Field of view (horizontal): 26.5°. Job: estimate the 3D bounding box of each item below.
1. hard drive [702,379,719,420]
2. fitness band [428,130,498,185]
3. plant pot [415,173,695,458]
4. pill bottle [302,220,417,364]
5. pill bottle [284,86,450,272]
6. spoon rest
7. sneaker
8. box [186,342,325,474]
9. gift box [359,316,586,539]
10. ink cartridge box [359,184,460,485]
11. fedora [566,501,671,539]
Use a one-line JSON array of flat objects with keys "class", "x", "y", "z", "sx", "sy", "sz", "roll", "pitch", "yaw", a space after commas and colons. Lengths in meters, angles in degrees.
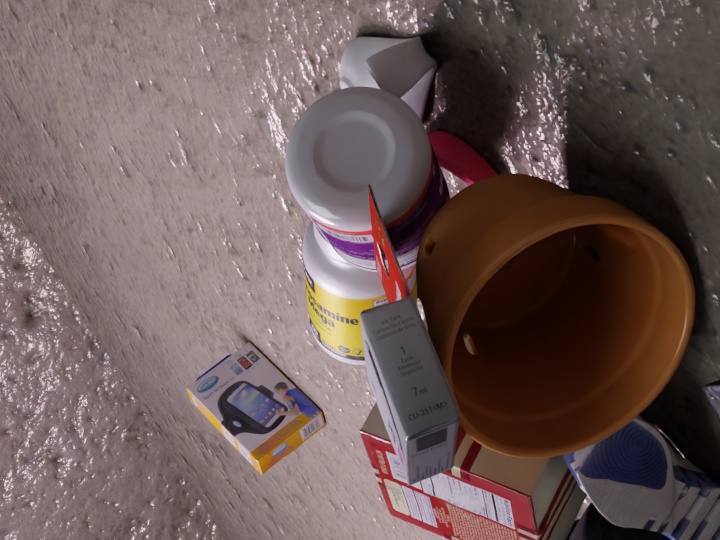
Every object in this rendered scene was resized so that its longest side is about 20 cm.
[{"class": "hard drive", "x": 0.330, "y": 0.126, "z": 1.042, "sx": 0.135, "sy": 0.042, "sz": 0.200, "roll": 59, "pitch": 161, "yaw": -13}, {"class": "fitness band", "x": 0.088, "y": -0.036, "z": 1.348, "sx": 0.144, "sy": 0.037, "sz": 0.200, "roll": 44, "pitch": 158, "yaw": 28}, {"class": "plant pot", "x": 0.128, "y": 0.017, "z": 1.139, "sx": 0.140, "sy": 0.199, "sz": 0.201, "roll": 57, "pitch": 171, "yaw": 54}, {"class": "pill bottle", "x": 0.000, "y": 0.000, "z": 1.502, "sx": 0.112, "sy": 0.112, "sz": 0.200, "roll": 45, "pitch": 159, "yaw": 25}, {"class": "pill bottle", "x": 0.012, "y": -0.065, "z": 1.226, "sx": 0.113, "sy": 0.112, "sz": 0.200, "roll": 48, "pitch": 178, "yaw": 16}, {"class": "spoon rest", "x": 0.026, "y": -0.158, "z": 1.277, "sx": 0.100, "sy": 0.060, "sz": 0.200, "roll": 56, "pitch": 174, "yaw": -4}, {"class": "sneaker", "x": 0.220, "y": 0.162, "z": 1.251, "sx": 0.199, "sy": 0.081, "sz": 0.115, "roll": 35, "pitch": -178, "yaw": -34}, {"class": "box", "x": -0.157, "y": 0.188, "z": 2.192, "sx": 0.200, "sy": 0.119, "sz": 0.042, "roll": 41, "pitch": 157, "yaw": 32}, {"class": "gift box", "x": 0.108, "y": 0.117, "z": 1.304, "sx": 0.199, "sy": 0.187, "sz": 0.185, "roll": 22, "pitch": 152, "yaw": 20}, {"class": "ink cartridge box", "x": 0.022, "y": 0.053, "z": 1.101, "sx": 0.200, "sy": 0.043, "sz": 0.174, "roll": 82, "pitch": 166, "yaw": -73}, {"class": "fedora", "x": 0.236, "y": 0.261, "z": 1.305, "sx": 0.200, "sy": 0.200, "sz": 0.092, "roll": 38, "pitch": 145, "yaw": 38}]
